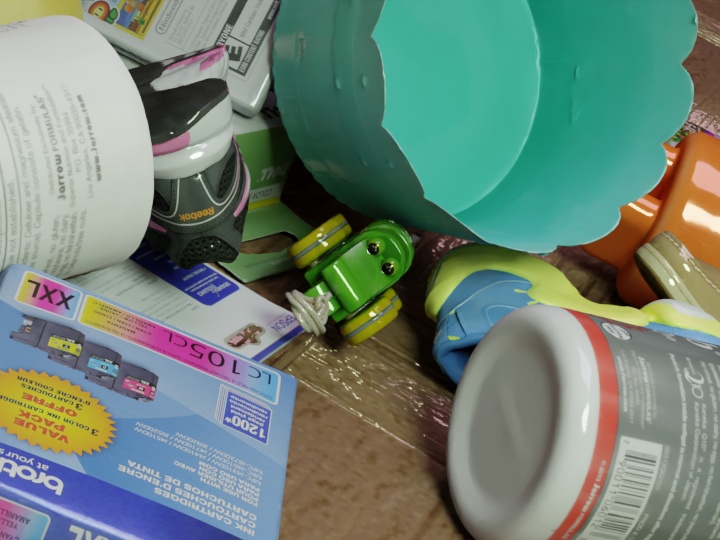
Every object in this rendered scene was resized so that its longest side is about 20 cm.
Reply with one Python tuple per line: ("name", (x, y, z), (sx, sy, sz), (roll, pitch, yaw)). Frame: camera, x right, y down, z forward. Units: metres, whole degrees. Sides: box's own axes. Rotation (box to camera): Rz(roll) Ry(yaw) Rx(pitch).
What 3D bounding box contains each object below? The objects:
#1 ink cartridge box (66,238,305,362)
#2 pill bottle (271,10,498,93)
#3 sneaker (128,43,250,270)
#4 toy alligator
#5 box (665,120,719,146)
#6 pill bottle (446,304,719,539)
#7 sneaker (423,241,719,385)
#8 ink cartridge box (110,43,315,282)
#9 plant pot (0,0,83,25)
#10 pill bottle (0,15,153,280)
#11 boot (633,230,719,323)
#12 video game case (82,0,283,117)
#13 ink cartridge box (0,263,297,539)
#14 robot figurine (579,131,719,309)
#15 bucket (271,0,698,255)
("ink cartridge box", (-0.128, 0.003, 1.058), (0.199, 0.039, 0.099), (30, 23, 14))
("pill bottle", (-0.008, -0.122, 1.333), (0.111, 0.112, 0.200), (10, 14, -33))
("sneaker", (-0.092, -0.050, 1.073), (0.080, 0.087, 0.200), (-13, 16, 1))
("toy alligator", (0.000, 0.000, 1.116), (0.059, 0.054, 0.200), (55, 6, -2))
("box", (0.210, -0.060, 1.536), (0.136, 0.039, 0.200), (26, 23, -3))
("pill bottle", (0.150, 0.090, 1.061), (0.199, 0.116, 0.116), (14, 26, -28))
("sneaker", (0.122, 0.059, 1.172), (0.199, 0.076, 0.105), (19, 35, 2))
("ink cartridge box", (-0.098, -0.078, 1.231), (0.199, 0.060, 0.104), (36, 25, 22))
("plant pot", (-0.229, -0.178, 1.104), (0.198, 0.143, 0.200), (5, 1, 0))
("pill bottle", (-0.197, -0.035, 0.937), (0.199, 0.115, 0.114), (-16, 44, -34))
("boot", (0.262, 0.001, 1.249), (0.200, 0.156, 0.073), (37, 12, -26))
("video game case", (-0.093, -0.210, 1.217), (0.181, 0.201, 0.023), (26, -11, 3))
("ink cartridge box", (-0.102, 0.091, 0.856), (0.136, 0.077, 0.200), (22, 25, -8))
("robot figurine", (0.233, -0.008, 1.356), (0.199, 0.117, 0.144), (24, 20, -2))
("bucket", (0.061, -0.111, 1.168), (0.206, 0.209, 0.135), (12, -4, -29))
